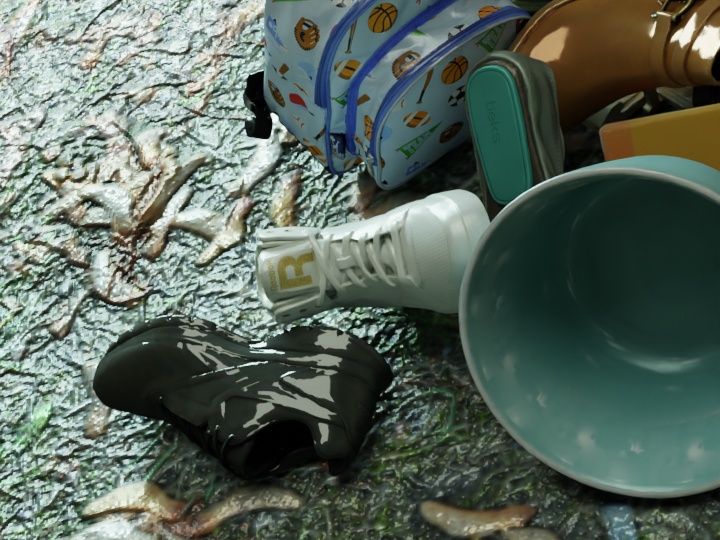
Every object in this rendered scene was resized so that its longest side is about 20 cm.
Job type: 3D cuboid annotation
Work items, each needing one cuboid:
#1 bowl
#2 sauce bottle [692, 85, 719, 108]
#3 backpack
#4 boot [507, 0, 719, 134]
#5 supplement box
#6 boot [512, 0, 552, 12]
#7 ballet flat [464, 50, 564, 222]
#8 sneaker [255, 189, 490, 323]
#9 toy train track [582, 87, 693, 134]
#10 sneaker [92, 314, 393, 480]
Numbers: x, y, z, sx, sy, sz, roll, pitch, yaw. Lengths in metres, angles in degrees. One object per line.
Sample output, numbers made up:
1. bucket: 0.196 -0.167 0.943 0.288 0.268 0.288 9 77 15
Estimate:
1. bowl: 0.164 0.015 1.398 0.200 0.202 0.105 -4 24 21
2. sauce bottle: 0.303 -0.108 1.521 0.199 0.066 0.066 3 51 25
3. backpack: 0.022 -0.161 1.612 0.200 0.191 0.154 -41 62 -15
4. boot: 0.183 -0.128 1.530 0.200 0.077 0.155 -34 29 -8
5. supplement box: 0.248 -0.074 1.482 0.199 0.067 0.069 -9 2 29
6. boot: 0.107 -0.244 1.663 0.073 0.156 0.200 -40 32 -7
7. ballet flat: 0.106 -0.034 1.511 0.067 0.064 0.201 -7 87 37
8. sneaker: 0.000 0.000 1.479 0.115 0.074 0.200 -11 -2 -20
9. toy train track: 0.222 -0.162 1.634 0.200 0.033 0.115 -39 45 -15
10. sneaker: -0.082 0.082 1.518 0.199 0.076 0.091 -1 57 28
